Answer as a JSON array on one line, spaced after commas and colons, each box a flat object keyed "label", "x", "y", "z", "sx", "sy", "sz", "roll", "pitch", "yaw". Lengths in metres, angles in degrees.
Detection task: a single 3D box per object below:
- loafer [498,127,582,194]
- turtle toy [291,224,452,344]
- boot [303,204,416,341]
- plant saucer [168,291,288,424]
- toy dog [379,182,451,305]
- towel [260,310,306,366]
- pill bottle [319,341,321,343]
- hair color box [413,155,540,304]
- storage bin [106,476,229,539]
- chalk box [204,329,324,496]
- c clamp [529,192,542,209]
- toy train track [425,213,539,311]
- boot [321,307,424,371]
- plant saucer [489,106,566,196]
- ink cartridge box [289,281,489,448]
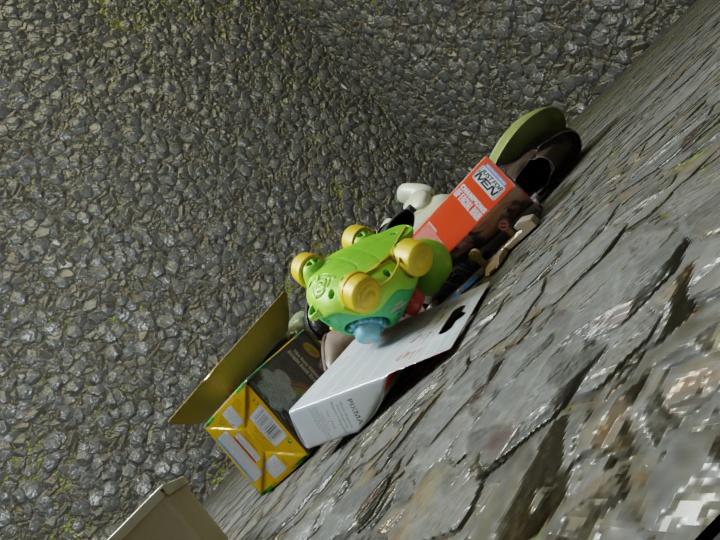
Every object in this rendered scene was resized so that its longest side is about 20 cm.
[{"label": "loafer", "x": 0.281, "y": -0.156, "z": 0.818, "sx": 0.198, "sy": 0.074, "sz": 0.071, "roll": -36, "pitch": 24, "yaw": -17}, {"label": "turtle toy", "x": 0.024, "y": 0.011, "z": 0.601, "sx": 0.198, "sy": 0.103, "sz": 0.145, "roll": -30, "pitch": 27, "yaw": -25}, {"label": "boot", "x": 0.000, "y": 0.000, "z": 0.785, "sx": 0.174, "sy": 0.069, "sz": 0.202, "roll": -36, "pitch": 22, "yaw": 55}, {"label": "plant saucer", "x": -0.193, "y": 0.149, "z": 0.821, "sx": 0.200, "sy": 0.048, "sz": 0.201, "roll": -44, "pitch": 5, "yaw": 44}, {"label": "toy dog", "x": 0.105, "y": -0.032, "z": 0.901, "sx": 0.191, "sy": 0.141, "sz": 0.201, "roll": 6, "pitch": 48, "yaw": 38}, {"label": "towel", "x": -0.156, "y": 0.163, "z": 0.899, "sx": 0.200, "sy": 0.036, "sz": 0.149, "roll": -48, "pitch": 10, "yaw": 12}, {"label": "pill bottle", "x": -0.077, "y": 0.184, "z": 0.903, "sx": 0.200, "sy": 0.112, "sz": 0.112, "roll": -46, "pitch": -4, "yaw": 17}, {"label": "hair color box", "x": 0.136, "y": -0.043, "z": 0.710, "sx": 0.201, "sy": 0.064, "sz": 0.110, "roll": -48, "pitch": -32, "yaw": 19}, {"label": "storage bin", "x": -0.204, "y": 0.287, "z": 0.437, "sx": 0.198, "sy": 0.094, "sz": 0.200, "roll": -43, "pitch": -4, "yaw": -23}, {"label": "chalk box", "x": -0.095, "y": 0.182, "z": 0.745, "sx": 0.124, "sy": 0.125, "sz": 0.200, "roll": -46, "pitch": -5, "yaw": 30}, {"label": "c clamp", "x": 0.207, "y": -0.053, "z": 0.830, "sx": 0.200, "sy": 0.027, "sz": 0.171, "roll": -47, "pitch": -4, "yaw": 27}, {"label": "toy train track", "x": 0.143, "y": -0.005, "z": 0.673, "sx": 0.200, "sy": 0.033, "sz": 0.115, "roll": -49, "pitch": -5, "yaw": 34}, {"label": "boot", "x": 0.027, "y": 0.088, "z": 0.744, "sx": 0.144, "sy": 0.071, "sz": 0.200, "roll": -26, "pitch": 8, "yaw": 8}, {"label": "plant saucer", "x": 0.270, "y": -0.183, "z": 0.890, "sx": 0.198, "sy": 0.031, "sz": 0.203, "roll": -30, "pitch": -38, "yaw": -26}, {"label": "ink cartridge box", "x": 0.040, "y": 0.095, "z": 0.542, "sx": 0.197, "sy": 0.058, "sz": 0.162, "roll": -23, "pitch": 9, "yaw": 32}]
